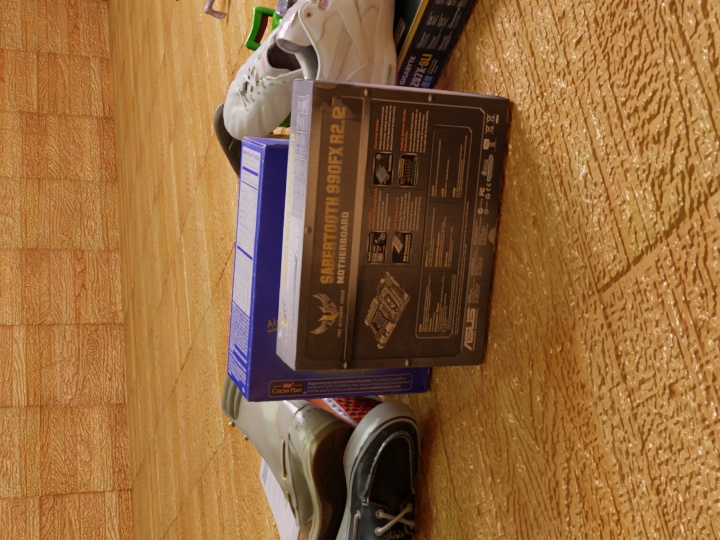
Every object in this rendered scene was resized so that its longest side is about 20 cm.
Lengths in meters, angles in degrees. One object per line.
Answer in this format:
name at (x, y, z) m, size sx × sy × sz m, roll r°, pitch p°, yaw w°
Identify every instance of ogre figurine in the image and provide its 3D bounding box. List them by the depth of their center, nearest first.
ogre figurine at (-0.080, -0.227, 1.034) m, size 0.200 × 0.096 × 0.123 m, roll -7°, pitch -80°, yaw -75°

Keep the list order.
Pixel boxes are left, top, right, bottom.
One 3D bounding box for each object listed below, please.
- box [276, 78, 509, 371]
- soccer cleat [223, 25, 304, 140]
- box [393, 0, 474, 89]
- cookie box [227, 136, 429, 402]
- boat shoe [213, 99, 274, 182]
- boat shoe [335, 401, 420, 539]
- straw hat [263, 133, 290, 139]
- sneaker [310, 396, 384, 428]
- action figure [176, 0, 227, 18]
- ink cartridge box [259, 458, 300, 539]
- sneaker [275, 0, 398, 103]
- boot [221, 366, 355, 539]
box at (0.023, -0.031, 0.686) m, size 0.048 × 0.155 × 0.205 m, roll -153°, pitch 65°, yaw -66°
soccer cleat at (-0.078, -0.187, 0.876) m, size 0.199 × 0.077 × 0.070 m, roll -36°, pitch 89°, yaw 38°
box at (0.053, -0.275, 0.766) m, size 0.201 × 0.048 × 0.162 m, roll 117°, pitch 148°, yaw -50°
cookie box at (-0.019, -0.003, 0.780) m, size 0.075 × 0.168 × 0.205 m, roll -153°, pitch 66°, yaw -62°
boat shoe at (-0.103, -0.102, 1.055) m, size 0.065 × 0.072 × 0.204 m, roll -77°, pitch -28°, yaw -67°
boat shoe at (0.019, 0.211, 0.807) m, size 0.068 × 0.070 × 0.204 m, roll 47°, pitch 130°, yaw 53°
straw hat at (-0.074, -0.091, 0.953) m, size 0.201 × 0.083 × 0.206 m, roll 7°, pitch -90°, yaw -88°
sneaker at (-0.049, 0.122, 0.941) m, size 0.200 × 0.072 × 0.079 m, roll 46°, pitch 129°, yaw 43°
action figure at (-0.244, -0.497, 1.485) m, size 0.195 × 0.102 × 0.203 m, roll 103°, pitch 160°, yaw -52°
ink cartridge box at (-0.067, 0.210, 1.070) m, size 0.177 × 0.044 × 0.204 m, roll -122°, pitch 38°, yaw -56°
sneaker at (-0.017, -0.219, 0.751) m, size 0.075 × 0.097 × 0.205 m, roll 173°, pitch 98°, yaw -70°
boot at (-0.064, 0.178, 0.887) m, size 0.154 × 0.071 × 0.203 m, roll 35°, pitch 143°, yaw 37°
